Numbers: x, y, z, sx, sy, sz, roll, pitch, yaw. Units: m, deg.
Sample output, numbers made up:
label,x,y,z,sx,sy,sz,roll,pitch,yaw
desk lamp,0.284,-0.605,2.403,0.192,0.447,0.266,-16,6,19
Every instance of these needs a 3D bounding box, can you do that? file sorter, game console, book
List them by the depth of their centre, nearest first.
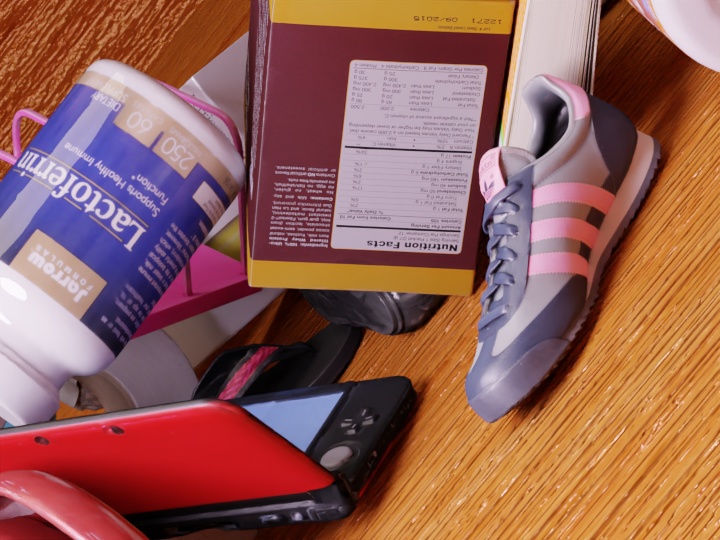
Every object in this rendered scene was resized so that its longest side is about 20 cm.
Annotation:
label,x,y,z,sx,sy,sz,roll,pitch,yaw
book,0.100,-0.162,1.328,0.134,0.048,0.201,-95,6,-48
game console,-0.097,0.081,1.334,0.199,0.119,0.173,-9,28,31
file sorter,-0.186,-0.033,1.548,0.199,0.126,0.139,-21,29,-34

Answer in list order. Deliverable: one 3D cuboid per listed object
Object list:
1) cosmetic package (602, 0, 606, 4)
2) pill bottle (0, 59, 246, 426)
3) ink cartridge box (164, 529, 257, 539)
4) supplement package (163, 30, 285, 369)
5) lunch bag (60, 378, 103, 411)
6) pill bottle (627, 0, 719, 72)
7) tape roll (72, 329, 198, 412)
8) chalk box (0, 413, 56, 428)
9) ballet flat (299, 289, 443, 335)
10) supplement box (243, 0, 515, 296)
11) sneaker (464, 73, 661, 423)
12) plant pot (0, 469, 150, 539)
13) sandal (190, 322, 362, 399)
label,x,y,z,sx,sy,sz,roll,pitch,yaw
cosmetic package,0.144,-0.227,1.590,0.200,0.081,0.113,-46,13,32
pill bottle,-0.165,-0.012,1.405,0.201,0.116,0.116,-55,13,-11
ink cartridge box,-0.134,0.194,1.469,0.201,0.067,0.116,-58,13,-23
supplement package,-0.083,-0.061,1.717,0.200,0.152,0.151,-40,3,43
lunch bag,-0.166,0.010,1.893,0.200,0.117,0.164,-55,-8,-24
pill bottle,0.183,-0.168,1.230,0.112,0.112,0.200,-50,12,9
tape roll,-0.204,0.116,1.631,0.203,0.202,0.071,-56,14,-17
chalk box,-0.231,0.164,1.469,0.200,0.124,0.125,-45,13,38
ballet flat,0.000,0.000,1.525,0.057,0.067,0.200,-30,22,-17
supplement box,0.004,-0.124,1.420,0.198,0.132,0.201,-95,10,-53
sneaker,0.082,-0.015,1.236,0.070,0.082,0.201,-36,21,49
plant pot,-0.171,0.222,1.261,0.183,0.201,0.200,-47,10,-21
sandal,-0.087,0.083,1.565,0.199,0.045,0.075,-32,17,9
